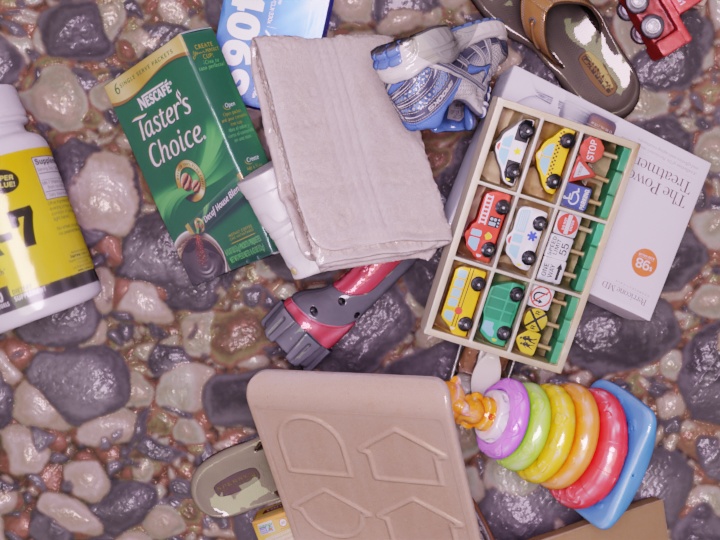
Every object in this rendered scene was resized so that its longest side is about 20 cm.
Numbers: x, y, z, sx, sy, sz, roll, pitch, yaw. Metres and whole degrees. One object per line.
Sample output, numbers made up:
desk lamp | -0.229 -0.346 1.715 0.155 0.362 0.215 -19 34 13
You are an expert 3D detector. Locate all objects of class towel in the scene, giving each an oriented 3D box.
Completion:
towel | -0.008 -0.099 0.854 0.131 0.034 0.202 -6 74 -27

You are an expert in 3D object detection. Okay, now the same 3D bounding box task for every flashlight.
flashlight | 0.000 0.000 0.954 0.068 0.068 0.200 45 96 9

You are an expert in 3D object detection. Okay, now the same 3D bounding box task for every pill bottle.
pill bottle | -0.316 -0.053 0.938 0.113 0.114 0.202 -20 94 4

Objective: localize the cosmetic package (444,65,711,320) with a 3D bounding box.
cosmetic package | 0.185 -0.064 0.921 0.199 0.052 0.152 24 87 -9

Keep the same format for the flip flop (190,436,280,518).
flip flop | -0.069 0.172 0.977 0.199 0.058 0.082 -26 94 5

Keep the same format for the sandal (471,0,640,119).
sandal | 0.173 -0.212 0.931 0.082 0.055 0.200 -39 93 5

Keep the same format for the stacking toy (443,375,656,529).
stacking toy | 0.139 0.134 0.909 0.199 0.110 0.117 19 97 -22

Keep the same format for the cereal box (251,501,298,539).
cereal box | -0.001 0.300 0.995 0.143 0.040 0.202 -20 94 6

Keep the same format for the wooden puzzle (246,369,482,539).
wooden puzzle | 0.010 0.171 0.901 0.184 0.046 0.202 0 116 26

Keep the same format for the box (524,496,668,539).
box | 0.200 0.310 0.957 0.198 0.021 0.165 -12 97 -23

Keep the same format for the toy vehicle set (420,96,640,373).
toy vehicle set | 0.137 -0.027 0.870 0.123 0.027 0.202 15 101 -7

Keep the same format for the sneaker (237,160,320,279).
sneaker | -0.004 -0.068 0.917 0.199 0.073 0.116 -34 103 -31

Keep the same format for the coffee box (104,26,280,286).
coffee box | -0.141 -0.096 0.931 0.122 0.044 0.201 -18 96 42

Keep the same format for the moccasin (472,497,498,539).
moccasin | 0.117 0.292 0.979 0.073 0.078 0.203 -24 98 20

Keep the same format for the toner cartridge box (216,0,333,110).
toner cartridge box | -0.072 -0.243 0.944 0.094 0.043 0.202 12 96 0

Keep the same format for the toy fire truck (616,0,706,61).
toy fire truck | 0.292 -0.259 0.924 0.140 0.049 0.201 -32 93 5

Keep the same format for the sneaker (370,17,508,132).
sneaker | 0.073 -0.156 0.880 0.077 0.200 0.086 -12 100 33

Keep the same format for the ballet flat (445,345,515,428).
ballet flat | 0.126 0.047 0.954 0.067 0.064 0.202 16 96 1
